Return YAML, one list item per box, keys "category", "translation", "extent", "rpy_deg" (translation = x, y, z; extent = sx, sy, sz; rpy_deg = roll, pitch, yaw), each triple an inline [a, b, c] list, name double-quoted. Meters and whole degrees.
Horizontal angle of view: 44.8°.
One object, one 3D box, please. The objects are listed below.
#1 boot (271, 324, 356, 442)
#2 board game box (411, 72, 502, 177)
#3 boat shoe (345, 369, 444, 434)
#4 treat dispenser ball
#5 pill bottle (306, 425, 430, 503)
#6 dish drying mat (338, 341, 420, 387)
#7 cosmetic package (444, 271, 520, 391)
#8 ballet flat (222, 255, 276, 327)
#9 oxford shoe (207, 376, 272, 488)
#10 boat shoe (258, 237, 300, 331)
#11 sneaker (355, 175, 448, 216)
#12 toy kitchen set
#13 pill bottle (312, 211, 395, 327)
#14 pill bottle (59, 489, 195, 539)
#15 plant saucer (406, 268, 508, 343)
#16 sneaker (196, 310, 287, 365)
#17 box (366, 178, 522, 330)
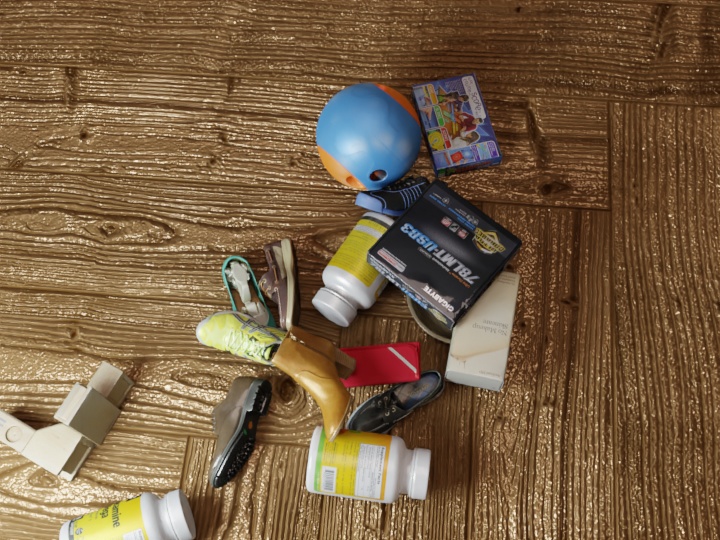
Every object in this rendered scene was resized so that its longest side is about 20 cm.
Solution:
- category: "boot"
  translation: [-0.086, 0.186, 1.466]
  extent: [0.144, 0.071, 0.202]
  rpy_deg: [26, 35, -12]
- category: "board game box"
  translation: [0.191, -0.293, 1.754]
  extent: [0.135, 0.034, 0.201]
  rpy_deg: [-12, 68, -4]
- category: "boat shoe"
  translation: [0.060, 0.232, 1.535]
  extent: [0.199, 0.057, 0.069]
  rpy_deg: [-31, 71, -11]
- category: "treat dispenser ball"
  translation: [0.016, -0.253, 1.654]
  extent: [0.200, 0.201, 0.202]
  rpy_deg: [-1, 68, 1]
- category: "pill bottle"
  translation: [0.015, 0.329, 1.468]
  extent: [0.199, 0.111, 0.112]
  rpy_deg: [7, 68, 5]
- category: "dish drying mat"
  translation: [0.009, 0.169, 1.556]
  extent: [0.199, 0.018, 0.077]
  rpy_deg: [-6, 62, 14]
- category: "cosmetic package"
  translation: [0.216, 0.101, 1.546]
  extent: [0.103, 0.073, 0.201]
  rpy_deg: [10, 68, 5]
- category: "ballet flat"
  translation: [-0.208, 0.058, 1.606]
  extent: [0.067, 0.070, 0.201]
  rpy_deg: [-23, 69, -8]
- category: "oxford shoe"
  translation: [-0.227, 0.280, 1.528]
  extent: [0.084, 0.073, 0.201]
  rpy_deg: [11, 66, 24]
- category: "boat shoe"
  translation: [-0.152, 0.028, 1.610]
  extent: [0.072, 0.072, 0.201]
  rpy_deg: [-8, 57, 2]
- category: "sneaker"
  translation: [0.080, -0.142, 1.630]
  extent: [0.199, 0.070, 0.078]
  rpy_deg: [4, 101, -36]
- category: "toy kitchen set"
  translation: [-0.531, 0.221, 1.501]
  extent: [0.180, 0.163, 0.201]
  rpy_deg: [26, 71, 12]
- category: "pill bottle"
  translation: [0.000, 0.000, 1.601]
  extent: [0.111, 0.111, 0.200]
  rpy_deg: [31, 71, 13]
- category: "pill bottle"
  translation: [-0.379, 0.435, 1.438]
  extent: [0.199, 0.113, 0.113]
  rpy_deg: [-19, 69, -6]
- category: "plant saucer"
  translation: [0.184, 0.045, 1.622]
  extent: [0.199, 0.029, 0.201]
  rpy_deg: [-1, 67, 2]
- category: "sneaker"
  translation: [-0.189, 0.122, 1.540]
  extent: [0.199, 0.076, 0.076]
  rpy_deg: [12, 100, -14]
- category: "box"
  translation: [0.147, -0.032, 1.536]
  extent: [0.200, 0.050, 0.199]
  rpy_deg: [39, 70, 15]
